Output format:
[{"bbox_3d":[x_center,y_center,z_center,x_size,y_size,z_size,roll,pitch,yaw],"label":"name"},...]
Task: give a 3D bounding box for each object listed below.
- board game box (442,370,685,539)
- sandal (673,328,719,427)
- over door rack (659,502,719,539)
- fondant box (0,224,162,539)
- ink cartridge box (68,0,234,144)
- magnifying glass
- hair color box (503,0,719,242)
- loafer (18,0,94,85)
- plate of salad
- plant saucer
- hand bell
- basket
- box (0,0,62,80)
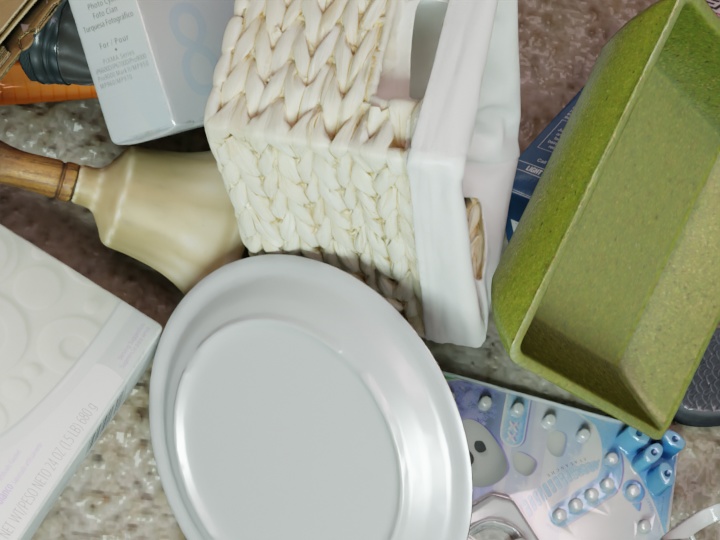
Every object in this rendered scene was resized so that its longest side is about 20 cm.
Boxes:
[{"bbox_3d":[0.074,0.156,0.914,0.200,0.026,0.200,16,66,-8],"label":"board game box"},{"bbox_3d":[0.270,0.067,0.998,0.200,0.043,0.076,6,60,-2],"label":"sandal"},{"bbox_3d":[0.162,0.220,0.860,0.200,0.067,0.148,-23,85,-33],"label":"over door rack"},{"bbox_3d":[-0.225,0.041,0.866,0.200,0.058,0.144,31,64,1],"label":"fondant box"},{"bbox_3d":[-0.095,-0.177,0.885,0.160,0.047,0.200,-25,102,-57],"label":"ink cartridge box"},{"bbox_3d":[-0.112,-0.116,0.978,0.200,0.022,0.080,-7,68,-15],"label":"magnifying glass"},{"bbox_3d":[0.166,-0.071,0.982,0.060,0.100,0.200,25,59,33],"label":"hair color box"},{"bbox_3d":[-0.119,-0.176,0.960,0.072,0.073,0.200,16,59,15],"label":"loafer"},{"bbox_3d":[-0.025,0.088,0.840,0.048,0.200,0.200,-19,72,-52],"label":"plate of salad"},{"bbox_3d":[0.147,-0.028,0.887,0.048,0.200,0.200,24,87,35],"label":"plant saucer"},{"bbox_3d":[-0.161,-0.050,0.883,0.200,0.104,0.104,16,65,-14],"label":"hand bell"},{"bbox_3d":[0.008,-0.065,0.822,0.123,0.200,0.136,8,65,11],"label":"basket"},{"bbox_3d":[-0.267,-0.098,0.863,0.200,0.021,0.164,11,58,35],"label":"box"}]
